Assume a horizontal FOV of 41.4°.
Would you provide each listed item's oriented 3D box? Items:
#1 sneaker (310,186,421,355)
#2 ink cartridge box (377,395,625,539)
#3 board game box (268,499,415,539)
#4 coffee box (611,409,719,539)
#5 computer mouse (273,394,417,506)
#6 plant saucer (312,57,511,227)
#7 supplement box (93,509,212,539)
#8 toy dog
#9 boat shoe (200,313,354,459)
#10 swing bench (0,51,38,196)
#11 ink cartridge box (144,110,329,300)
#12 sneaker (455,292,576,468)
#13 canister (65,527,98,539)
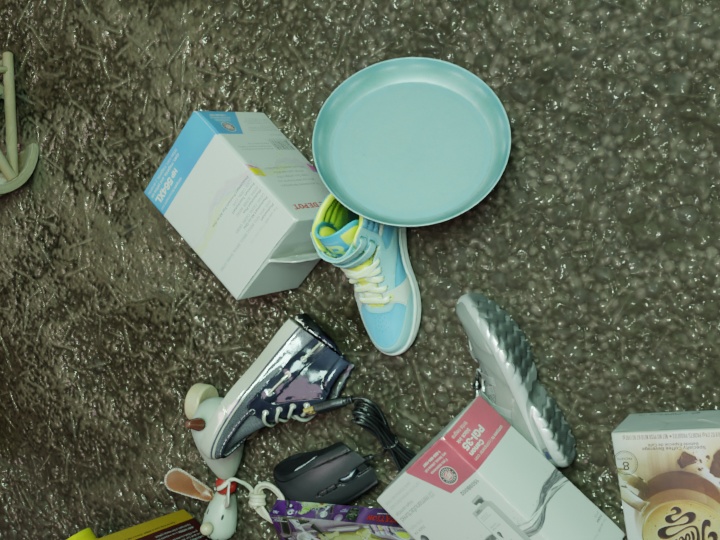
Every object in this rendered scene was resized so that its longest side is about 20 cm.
[{"bbox_3d":[0.000,0.000,1.012,0.079,0.131,0.200,-8,93,29],"label":"sneaker"},{"bbox_3d":[0.138,0.248,0.955,0.200,0.083,0.147,44,133,8],"label":"ink cartridge box"},{"bbox_3d":[0.002,0.317,1.082,0.200,0.032,0.120,-4,127,31],"label":"board game box"},{"bbox_3d":[0.312,0.237,0.889,0.113,0.080,0.200,-9,92,30],"label":"coffee box"},{"bbox_3d":[-0.039,0.214,1.078,0.200,0.046,0.141,-19,116,30],"label":"computer mouse"},{"bbox_3d":[0.052,-0.128,0.969,0.200,0.027,0.200,-2,64,5],"label":"plant saucer"},{"bbox_3d":[-0.231,0.421,1.152,0.200,0.197,0.133,35,103,21],"label":"supplement box"},{"bbox_3d":[-0.181,0.238,1.167,0.132,0.096,0.200,-15,88,31],"label":"toy dog"},{"bbox_3d":[-0.093,0.152,1.090,0.093,0.075,0.200,36,89,18],"label":"boat shoe"},{"bbox_3d":[-0.565,-0.178,1.324,0.199,0.130,0.200,-13,95,30],"label":"swing bench"},{"bbox_3d":[-0.116,-0.067,1.072,0.200,0.128,0.125,48,117,17],"label":"ink cartridge box"},{"bbox_3d":[0.140,0.120,0.977,0.082,0.075,0.200,-29,82,28],"label":"sneaker"},{"bbox_3d":[-0.359,0.468,1.292,0.200,0.086,0.149,54,140,11],"label":"canister"}]
